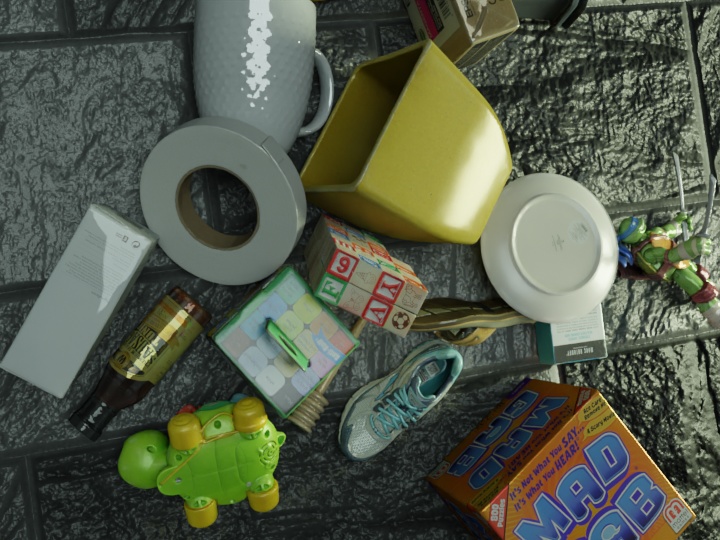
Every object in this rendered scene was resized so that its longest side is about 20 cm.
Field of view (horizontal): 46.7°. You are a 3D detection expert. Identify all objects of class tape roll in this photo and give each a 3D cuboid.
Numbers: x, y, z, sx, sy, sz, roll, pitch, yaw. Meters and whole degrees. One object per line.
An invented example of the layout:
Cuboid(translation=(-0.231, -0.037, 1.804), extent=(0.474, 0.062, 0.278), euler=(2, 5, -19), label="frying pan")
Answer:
Cuboid(translation=(-0.161, -0.079, 0.977), extent=(0.200, 0.037, 0.206), euler=(7, 119, 13), label="tape roll")

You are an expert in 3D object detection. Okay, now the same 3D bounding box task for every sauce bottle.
Cuboid(translation=(-0.262, 0.112, 0.989), extent=(0.066, 0.066, 0.201), euler=(40, 77, -9), label="sauce bottle")

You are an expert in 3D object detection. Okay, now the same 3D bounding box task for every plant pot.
Cuboid(translation=(0.068, -0.131, 1.031), extent=(0.199, 0.195, 0.196), euler=(32, 79, -25), label="plant pot")

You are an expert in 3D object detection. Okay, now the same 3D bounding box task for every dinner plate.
Cuboid(translation=(0.254, -0.033, 1.097), extent=(0.197, 0.024, 0.204), euler=(3, 80, -14), label="dinner plate")

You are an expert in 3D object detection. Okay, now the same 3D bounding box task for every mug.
Cuboid(translation=(-0.110, -0.230, 1.019), extent=(0.198, 0.146, 0.178), euler=(1, 92, -45), label="mug")

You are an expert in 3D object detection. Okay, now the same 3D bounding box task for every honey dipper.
Cuboid(translation=(-0.025, 0.113, 1.067), extent=(0.038, 0.038, 0.201), euler=(36, 76, -10), label="honey dipper")

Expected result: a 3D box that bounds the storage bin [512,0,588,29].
Cuboid(translation=(0.222, -0.435, 1.114), extent=(0.132, 0.146, 0.204), euler=(-4, 88, -4), label="storage bin")

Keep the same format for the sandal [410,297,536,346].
Cuboid(translation=(0.145, 0.071, 1.099), extent=(0.197, 0.080, 0.055), euler=(-1, 107, -19), label="sandal")

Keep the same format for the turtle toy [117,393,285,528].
Cuboid(translation=(-0.186, 0.215, 0.983), extent=(0.197, 0.101, 0.148), euler=(-11, 113, -12), label="turtle toy")

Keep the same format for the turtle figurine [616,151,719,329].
Cuboid(translation=(0.464, -0.033, 1.145), extent=(0.194, 0.144, 0.200), euler=(45, 81, -12), label="turtle figurine")

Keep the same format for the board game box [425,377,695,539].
Cuboid(translation=(0.239, 0.282, 1.040), extent=(0.199, 0.200, 0.201), euler=(-41, 97, -12), label="board game box")

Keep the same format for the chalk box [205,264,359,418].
Cuboid(translation=(-0.091, 0.079, 0.965), extent=(0.124, 0.200, 0.125), euler=(-43, 97, -13), label="chalk box")

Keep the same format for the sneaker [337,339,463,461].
Cuboid(translation=(0.050, 0.162, 1.056), extent=(0.200, 0.086, 0.078), euler=(-45, 97, -13), label="sneaker")

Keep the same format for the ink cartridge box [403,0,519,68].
Cuboid(translation=(0.109, -0.368, 1.059), extent=(0.074, 0.165, 0.203), euler=(-23, 92, -12), label="ink cartridge box")

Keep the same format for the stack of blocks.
Cuboid(translation=(0.000, 0.000, 0.989), extent=(0.114, 0.200, 0.059), euler=(25, 100, -13), label="stack of blocks")

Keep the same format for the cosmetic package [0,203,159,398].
Cuboid(translation=(-0.312, 0.030, 0.942), extent=(0.081, 0.113, 0.202), euler=(31, 89, -10), label="cosmetic package")

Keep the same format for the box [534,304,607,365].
Cuboid(translation=(0.279, 0.023, 1.141), extent=(0.081, 0.049, 0.203), euler=(-6, 88, -14), label="box")
